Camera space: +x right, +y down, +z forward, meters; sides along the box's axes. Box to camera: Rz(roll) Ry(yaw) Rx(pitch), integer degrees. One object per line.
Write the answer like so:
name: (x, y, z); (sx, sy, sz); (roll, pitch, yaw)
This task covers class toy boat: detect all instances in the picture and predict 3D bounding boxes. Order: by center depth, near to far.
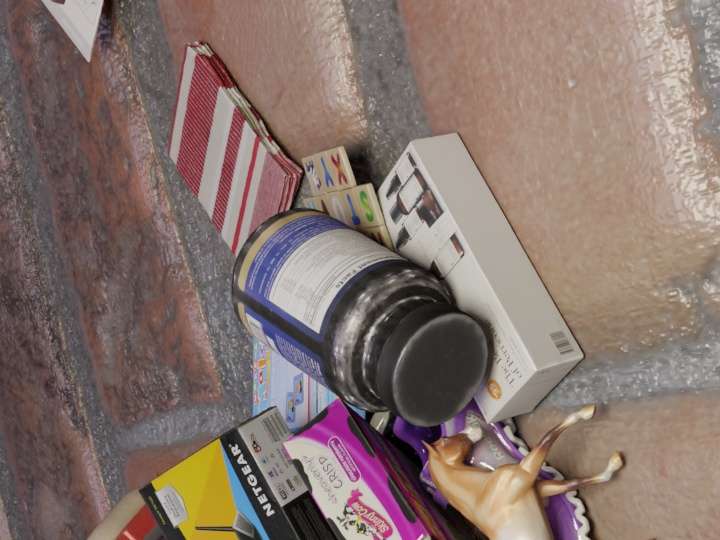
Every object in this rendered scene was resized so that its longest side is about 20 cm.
toy boat: (-0.234, 0.338, 1.791); (0.130, 0.131, 0.201); (33, 135, 8)

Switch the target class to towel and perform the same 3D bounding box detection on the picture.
towel: (-0.119, -0.097, 1.524); (0.200, 0.023, 0.145); (54, 143, 34)

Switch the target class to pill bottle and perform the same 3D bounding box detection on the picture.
pill bottle: (-0.001, 0.036, 1.217); (0.200, 0.111, 0.113); (31, 126, 48)

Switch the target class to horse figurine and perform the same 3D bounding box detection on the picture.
horse figurine: (0.134, 0.188, 1.162); (0.132, 0.050, 0.202); (-24, 81, 12)

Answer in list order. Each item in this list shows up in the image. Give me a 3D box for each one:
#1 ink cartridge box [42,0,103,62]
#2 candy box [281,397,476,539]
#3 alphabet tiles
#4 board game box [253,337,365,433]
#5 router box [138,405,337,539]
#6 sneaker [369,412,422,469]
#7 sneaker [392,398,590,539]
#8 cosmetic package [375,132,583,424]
ink cartridge box: (-0.282, -0.337, 1.658); (0.200, 0.044, 0.177); (50, 138, 35)
candy box: (0.033, 0.195, 1.250); (0.137, 0.061, 0.200); (55, -174, 36)
alphabet tiles: (0.000, 0.000, 1.342); (0.166, 0.006, 0.202); (-4, 105, 70)
board game box: (-0.047, 0.105, 1.411); (0.200, 0.036, 0.153); (158, 114, -66)
router box: (-0.072, 0.225, 1.293); (0.149, 0.051, 0.201); (-35, 84, 44)
sneaker: (-0.001, 0.174, 1.397); (0.093, 0.070, 0.201); (38, 135, 36)
sneaker: (0.091, 0.159, 1.238); (0.201, 0.088, 0.081); (55, 140, 28)
cosmetic package: (0.081, 0.005, 1.230); (0.201, 0.050, 0.083); (62, 146, 22)
